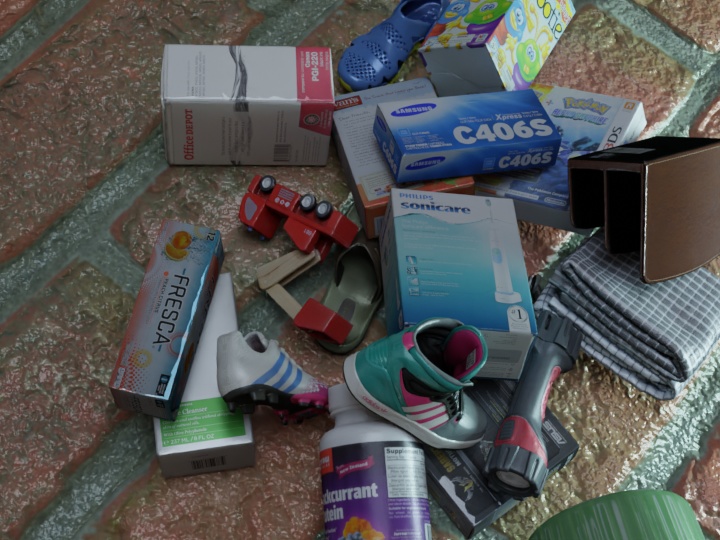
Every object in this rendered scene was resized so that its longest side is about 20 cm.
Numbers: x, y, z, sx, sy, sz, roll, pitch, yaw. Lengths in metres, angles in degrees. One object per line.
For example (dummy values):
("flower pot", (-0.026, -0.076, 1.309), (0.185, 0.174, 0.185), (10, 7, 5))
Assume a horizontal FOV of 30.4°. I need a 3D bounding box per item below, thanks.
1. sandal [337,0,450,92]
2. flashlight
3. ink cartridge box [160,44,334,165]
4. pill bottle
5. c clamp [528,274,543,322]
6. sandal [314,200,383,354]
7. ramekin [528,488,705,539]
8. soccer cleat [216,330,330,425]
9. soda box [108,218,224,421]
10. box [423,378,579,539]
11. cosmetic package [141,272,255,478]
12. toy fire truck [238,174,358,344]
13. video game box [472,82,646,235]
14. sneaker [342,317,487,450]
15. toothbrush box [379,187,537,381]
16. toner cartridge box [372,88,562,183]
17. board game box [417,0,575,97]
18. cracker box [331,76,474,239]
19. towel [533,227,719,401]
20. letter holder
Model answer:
("sandal", (0.046, -0.301, 1.681), (0.079, 0.087, 0.200), (40, 68, 12))
("flashlight", (0.192, 0.146, 1.428), (0.067, 0.068, 0.201), (20, 57, 10))
("ink cartridge box", (-0.135, -0.194, 1.573), (0.197, 0.146, 0.086), (-2, 64, -7))
("pill bottle", (0.014, 0.220, 1.378), (0.110, 0.112, 0.203), (-3, 74, -7))
("c clamp", (0.138, 0.009, 1.539), (0.198, 0.027, 0.171), (24, 36, -2))
("sandal", (0.001, 0.001, 1.537), (0.079, 0.058, 0.203), (15, 63, 2))
("ramekin", (0.261, 0.303, 1.337), (0.197, 0.201, 0.099), (-7, 55, -9))
("soccer cleat", (-0.086, 0.109, 1.401), (0.069, 0.200, 0.087), (-20, 70, 20))
("soda box", (-0.201, 0.050, 1.396), (0.067, 0.064, 0.202), (12, 65, 5))
("box", (0.120, 0.170, 1.468), (0.158, 0.048, 0.200), (-33, 70, -20))
("cosmetic package", (-0.178, 0.114, 1.447), (0.106, 0.085, 0.202), (-9, 65, -6))
("toy fire truck", (-0.074, -0.015, 1.518), (0.199, 0.049, 0.142), (25, 84, 33))
("video game box", (0.220, -0.143, 1.601), (0.198, 0.047, 0.183), (15, 58, 29))
("sneaker", (0.090, 0.110, 1.342), (0.199, 0.120, 0.084), (28, 42, -39))
("toothbrush box", (0.101, 0.013, 1.441), (0.144, 0.086, 0.202), (4, 48, -10))
("toner cartridge box", (0.123, -0.156, 1.525), (0.197, 0.043, 0.096), (-8, 46, -18))
("board game box", (0.172, -0.299, 1.648), (0.104, 0.104, 0.201), (2, 46, 38))
("cracker box", (0.046, -0.138, 1.580), (0.132, 0.058, 0.201), (-13, 49, -6))
("towel", (0.318, 0.034, 1.515), (0.199, 0.086, 0.165), (37, 45, 14))
("letter holder", (0.333, -0.069, 1.515), (0.100, 0.144, 0.199), (7, 16, 41))
